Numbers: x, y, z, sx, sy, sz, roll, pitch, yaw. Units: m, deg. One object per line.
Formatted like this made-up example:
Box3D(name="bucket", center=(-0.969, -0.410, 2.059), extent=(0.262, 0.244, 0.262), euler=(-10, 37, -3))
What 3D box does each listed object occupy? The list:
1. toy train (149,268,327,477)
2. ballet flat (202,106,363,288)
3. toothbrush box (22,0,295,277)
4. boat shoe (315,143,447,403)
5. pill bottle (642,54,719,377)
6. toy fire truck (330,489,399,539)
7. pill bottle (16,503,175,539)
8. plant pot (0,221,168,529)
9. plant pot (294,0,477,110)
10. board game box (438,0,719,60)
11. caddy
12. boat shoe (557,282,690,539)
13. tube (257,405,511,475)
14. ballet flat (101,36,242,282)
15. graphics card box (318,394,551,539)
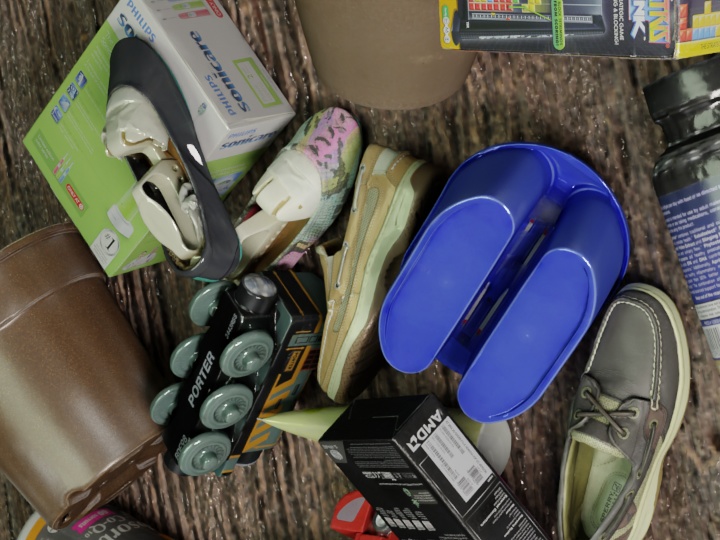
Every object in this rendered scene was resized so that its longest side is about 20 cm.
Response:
Box3D(name="toy train", center=(-0.090, 0.084, 1.449), extent=(0.085, 0.113, 0.201), euler=(53, 132, 37))
Box3D(name="ballet flat", center=(-0.066, -0.042, 1.424), extent=(0.069, 0.071, 0.201), euler=(50, 128, 20))
Box3D(name="toothbrush box", center=(-0.167, -0.116, 1.482), extent=(0.146, 0.086, 0.200), euler=(54, 130, 14))
Box3D(name="boat shoe", center=(0.000, 0.000, 1.377), extent=(0.076, 0.072, 0.202), euler=(26, 107, 18))
Box3D(name="pill bottle", center=(0.247, -0.033, 1.131), extent=(0.111, 0.111, 0.202), euler=(-20, 89, 42))
Box3D(name="toy fire truck", center=(-0.033, 0.265, 1.431), extent=(0.140, 0.049, 0.202), euler=(0, 67, 43))
Box3D(name="pill bottle", center=(-0.203, 0.280, 1.597), extent=(0.199, 0.116, 0.118), euler=(21, 114, 34))
Box3D(name="plant pot", center=(-0.262, 0.099, 1.559), extent=(0.199, 0.200, 0.200), euler=(52, 129, 9))
Box3D(name="plant pot", center=(0.027, -0.211, 1.244), extent=(0.199, 0.200, 0.176), euler=(30, 137, 31))
Box3D(name="board game box", center=(0.169, -0.165, 1.105), extent=(0.164, 0.199, 0.057), euler=(6, 104, 38))
Box3D(name="caddy", center=(0.101, 0.007, 1.276), extent=(0.141, 0.105, 0.201), euler=(33, 124, 2))
Box3D(name="boat shoe", center=(0.176, 0.111, 1.259), extent=(0.071, 0.066, 0.203), euler=(22, 116, 33))
Box3D(name="tube", center=(0.019, 0.123, 1.397), extent=(0.198, 0.052, 0.058), euler=(4, 140, 37))
Box3D(name="ballet flat", center=(-0.153, -0.082, 1.381), extent=(0.073, 0.073, 0.202), euler=(-26, 87, 41))
Box3D(name="graphics card box", center=(0.068, 0.178, 1.306), extent=(0.200, 0.051, 0.125), euler=(50, 157, -13))
